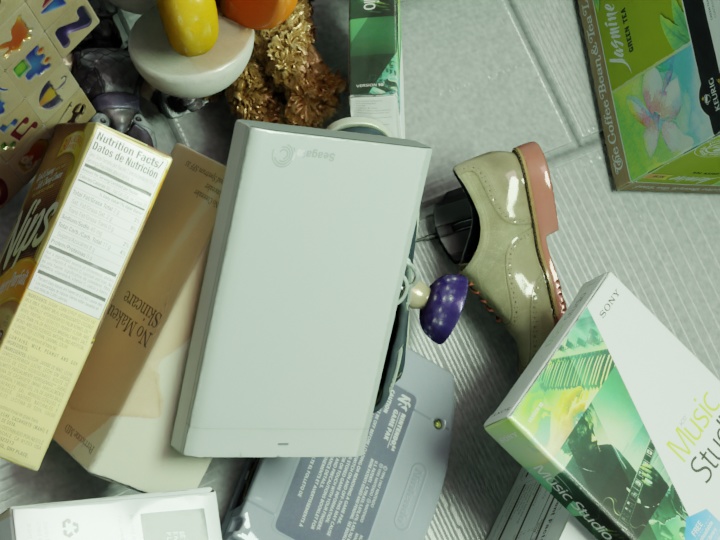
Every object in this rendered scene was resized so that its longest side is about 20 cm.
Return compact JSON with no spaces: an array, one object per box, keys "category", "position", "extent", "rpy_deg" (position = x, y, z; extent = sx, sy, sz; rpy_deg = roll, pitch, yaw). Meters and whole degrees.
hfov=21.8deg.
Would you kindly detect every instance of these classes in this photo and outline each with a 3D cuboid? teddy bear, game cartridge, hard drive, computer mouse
[{"category":"teddy bear","position":[-0.068,-0.167,1.285],"extent":[0.067,0.145,0.201],"rpy_deg":[10,73,-38]},{"category":"game cartridge","position":[-0.009,0.136,1.270],"extent":[0.133,0.041,0.200],"rpy_deg":[29,61,-14]},{"category":"hard drive","position":[-0.035,0.015,1.127],"extent":[0.132,0.026,0.201],"rpy_deg":[4,105,-35]},{"category":"computer mouse","position":[0.051,-0.028,1.364],"extent":[0.199,0.034,0.059],"rpy_deg":[-14,80,-32]}]

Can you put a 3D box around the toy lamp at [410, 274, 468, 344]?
[{"category":"toy lamp","position":[-0.027,-0.008,1.287],"extent":[0.199,0.058,0.058],"rpy_deg":[23,62,-10]}]

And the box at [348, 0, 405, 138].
[{"category":"box","position":[0.013,-0.127,1.278],"extent":[0.036,0.145,0.200],"rpy_deg":[-3,45,1]}]

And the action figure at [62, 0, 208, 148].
[{"category":"action figure","position":[-0.161,-0.095,1.248],"extent":[0.130,0.069,0.201],"rpy_deg":[-3,70,-22]}]

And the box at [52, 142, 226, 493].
[{"category":"box","position":[-0.111,0.033,1.156],"extent":[0.078,0.095,0.201],"rpy_deg":[27,90,-37]}]

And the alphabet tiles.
[{"category":"alphabet tiles","position":[-0.223,-0.108,1.105],"extent":[0.008,0.200,0.167],"rpy_deg":[38,78,24]}]

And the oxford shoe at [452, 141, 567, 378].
[{"category":"oxford shoe","position":[0.107,0.010,1.354],"extent":[0.074,0.070,0.201],"rpy_deg":[-9,97,-7]}]

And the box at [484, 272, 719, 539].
[{"category":"box","position":[0.193,0.119,1.249],"extent":[0.200,0.036,0.144],"rpy_deg":[43,57,-7]}]

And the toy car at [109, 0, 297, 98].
[{"category":"toy car","position":[-0.100,-0.227,1.204],"extent":[0.149,0.175,0.200],"rpy_deg":[-21,51,-11]}]

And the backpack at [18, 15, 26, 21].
[{"category":"backpack","position":[-0.263,-0.188,1.163],"extent":[0.200,0.182,0.135],"rpy_deg":[-38,102,-42]}]

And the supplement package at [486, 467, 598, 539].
[{"category":"supplement package","position":[0.210,0.199,1.326],"extent":[0.200,0.111,0.156],"rpy_deg":[38,58,-12]}]

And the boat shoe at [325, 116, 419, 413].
[{"category":"boat shoe","position":[0.000,0.000,1.201],"extent":[0.075,0.201,0.062],"rpy_deg":[3,31,0]}]

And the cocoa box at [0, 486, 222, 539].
[{"category":"cocoa box","position":[-0.153,0.241,1.092],"extent":[0.133,0.131,0.201],"rpy_deg":[-1,73,-29]}]

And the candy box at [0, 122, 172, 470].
[{"category":"candy box","position":[-0.187,0.011,1.125],"extent":[0.055,0.115,0.201],"rpy_deg":[24,86,-21]}]

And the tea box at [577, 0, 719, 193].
[{"category":"tea box","position":[0.286,-0.183,1.454],"extent":[0.133,0.197,0.201],"rpy_deg":[0,72,-30]}]
